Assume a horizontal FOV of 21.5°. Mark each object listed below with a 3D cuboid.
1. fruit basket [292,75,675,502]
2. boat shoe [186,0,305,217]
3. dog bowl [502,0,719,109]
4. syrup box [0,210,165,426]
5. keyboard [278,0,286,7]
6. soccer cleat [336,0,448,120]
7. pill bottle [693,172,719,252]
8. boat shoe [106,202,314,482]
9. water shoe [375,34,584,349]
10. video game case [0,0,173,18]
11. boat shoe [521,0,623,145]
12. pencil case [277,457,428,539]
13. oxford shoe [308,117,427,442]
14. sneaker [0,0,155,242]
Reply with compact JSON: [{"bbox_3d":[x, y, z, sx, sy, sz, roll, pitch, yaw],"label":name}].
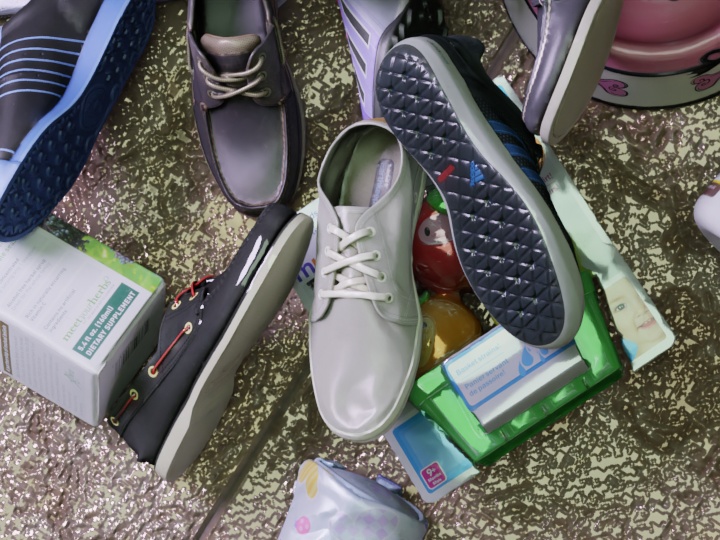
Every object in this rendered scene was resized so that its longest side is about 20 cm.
[{"bbox_3d":[0.064,0.010,1.157,0.184,0.094,0.201,-32,84,4],"label":"fruit basket"},{"bbox_3d":[-0.082,-0.133,1.199,0.074,0.073,0.202,-10,88,11],"label":"boat shoe"},{"bbox_3d":[0.181,-0.205,1.172,0.198,0.074,0.202,-1,85,8],"label":"dog bowl"},{"bbox_3d":[-0.227,0.005,1.197,0.199,0.082,0.079,30,61,9],"label":"syrup box"},{"bbox_3d":[-0.113,-0.251,1.252,0.056,0.011,0.200,-41,80,8],"label":"keyboard"},{"bbox_3d":[0.012,-0.175,1.206,0.073,0.068,0.202,1,93,36],"label":"soccer cleat"},{"bbox_3d":[0.299,-0.074,1.125,0.109,0.109,0.200,41,92,9],"label":"pill bottle"},{"bbox_3d":[-0.095,0.037,1.165,0.063,0.074,0.202,38,117,13],"label":"boat shoe"},{"bbox_3d":[0.087,-0.053,1.099,0.071,0.079,0.201,-35,80,44],"label":"water shoe"},{"bbox_3d":[-0.212,-0.242,1.254,0.198,0.019,0.144,-4,87,9],"label":"video game case"},{"bbox_3d":[0.123,-0.172,1.109,0.062,0.073,0.202,17,83,16],"label":"boat shoe"},{"bbox_3d":[-0.036,0.216,1.161,0.090,0.083,0.201,25,89,13],"label":"pencil case"},{"bbox_3d":[0.000,0.000,1.120,0.075,0.058,0.202,1,75,23],"label":"oxford shoe"},{"bbox_3d":[-0.204,-0.110,1.185,0.077,0.070,0.201,19,62,17],"label":"sneaker"}]
